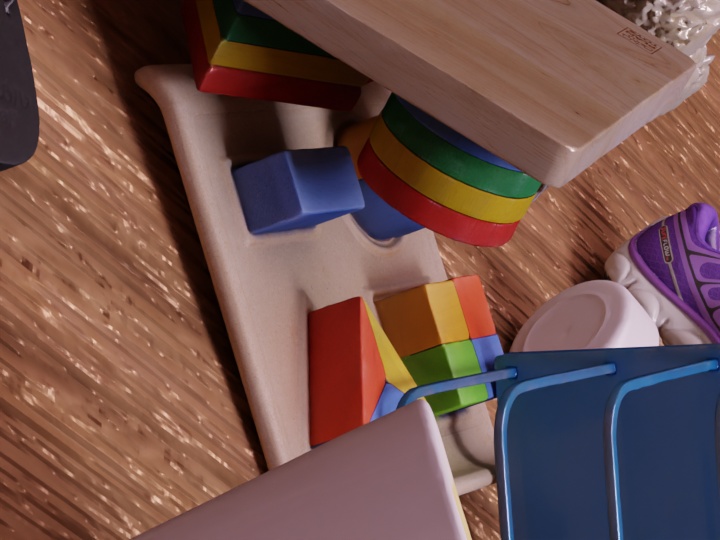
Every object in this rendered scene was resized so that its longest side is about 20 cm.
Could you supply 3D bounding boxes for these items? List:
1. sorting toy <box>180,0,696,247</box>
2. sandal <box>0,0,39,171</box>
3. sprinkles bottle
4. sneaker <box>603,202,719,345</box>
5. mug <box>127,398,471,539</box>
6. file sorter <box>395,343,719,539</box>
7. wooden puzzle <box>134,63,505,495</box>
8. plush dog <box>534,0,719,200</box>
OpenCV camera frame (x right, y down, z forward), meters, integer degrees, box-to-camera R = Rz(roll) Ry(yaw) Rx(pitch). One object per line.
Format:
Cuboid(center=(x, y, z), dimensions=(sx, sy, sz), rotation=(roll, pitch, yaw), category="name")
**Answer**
Cuboid(center=(0.014, -0.090, 1.199), dimensions=(0.200, 0.070, 0.199), rotation=(32, 22, 10), category="sorting toy")
Cuboid(center=(-0.141, -0.134, 1.076), dimensions=(0.075, 0.045, 0.201), rotation=(13, 58, -57), category="sandal")
Cuboid(center=(0.148, 0.093, 1.383), dimensions=(0.200, 0.068, 0.068), rotation=(49, 32, -29), category="sprinkles bottle")
Cuboid(center=(0.199, 0.038, 1.414), dimensions=(0.200, 0.083, 0.081), rotation=(49, -1, 31), category="sneaker")
Cuboid(center=(-0.024, 0.149, 0.936), dimensions=(0.150, 0.153, 0.187), rotation=(-107, 179, -59), category="mug")
Cuboid(center=(0.125, 0.102, 1.158), dimensions=(0.123, 0.199, 0.139), rotation=(-7, 93, -60), category="file sorter")
Cuboid(center=(0.000, 0.000, 1.218), dimensions=(0.185, 0.046, 0.201), rotation=(-10, 77, -61), category="wooden puzzle")
Cuboid(center=(0.066, -0.134, 1.379), dimensions=(0.172, 0.160, 0.200), rotation=(55, -2, 8), category="plush dog")
